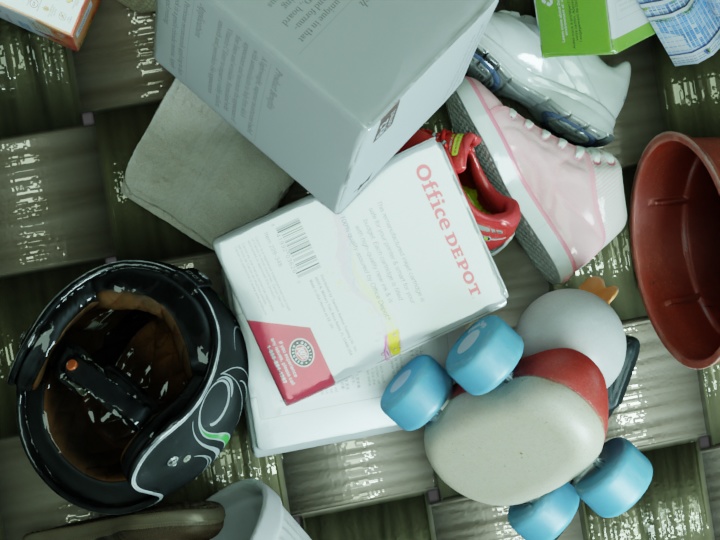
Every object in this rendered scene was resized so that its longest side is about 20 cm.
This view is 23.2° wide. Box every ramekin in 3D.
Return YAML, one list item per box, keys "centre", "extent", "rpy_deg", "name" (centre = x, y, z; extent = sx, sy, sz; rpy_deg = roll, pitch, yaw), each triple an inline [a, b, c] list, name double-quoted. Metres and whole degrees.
- centre: [-0.112, 0.281, 1.436]
  extent: [0.105, 0.200, 0.200]
  rpy_deg: [44, 86, -16]
  name: "ramekin"

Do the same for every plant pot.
- centre: [0.360, -0.030, 1.497]
  extent: [0.194, 0.201, 0.202]
  rpy_deg: [-9, 93, -15]
  name: "plant pot"

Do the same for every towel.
- centre: [-0.108, -0.110, 1.457]
  extent: [0.132, 0.035, 0.200]
  rpy_deg: [32, 121, -6]
  name: "towel"

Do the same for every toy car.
- centre: [0.153, 0.087, 1.460]
  extent: [0.184, 0.177, 0.200]
  rpy_deg: [43, 49, -12]
  name: "toy car"

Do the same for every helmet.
- centre: [-0.185, 0.093, 1.421]
  extent: [0.198, 0.191, 0.202]
  rpy_deg: [1, 70, -3]
  name: "helmet"

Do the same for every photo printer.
- centre: [-0.009, 0.061, 1.502]
  extent: [0.198, 0.069, 0.168]
  rpy_deg: [-11, 93, -8]
  name: "photo printer"

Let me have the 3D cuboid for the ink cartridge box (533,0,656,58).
- centre: [0.203, -0.294, 1.460]
  extent: [0.148, 0.075, 0.201]
  rpy_deg: [-30, 114, -47]
  name: "ink cartridge box"

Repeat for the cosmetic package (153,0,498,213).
- centre: [-0.029, -0.186, 1.313]
  extent: [0.200, 0.165, 0.165]
  rpy_deg: [40, 70, 6]
  name: "cosmetic package"

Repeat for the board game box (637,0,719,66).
- centre: [0.299, -0.281, 1.471]
  extent: [0.200, 0.061, 0.201]
  rpy_deg: [48, 56, -40]
  name: "board game box"

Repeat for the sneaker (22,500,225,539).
- centre: [-0.190, 0.238, 1.452]
  extent: [0.199, 0.070, 0.076]
  rpy_deg: [-14, 86, 30]
  name: "sneaker"

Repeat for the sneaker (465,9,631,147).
- centre: [0.147, -0.188, 1.525]
  extent: [0.199, 0.074, 0.088]
  rpy_deg: [31, 76, -14]
  name: "sneaker"

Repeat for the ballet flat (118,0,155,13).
- centre: [-0.221, -0.298, 1.467]
  extent: [0.067, 0.062, 0.200]
  rpy_deg: [-38, 96, -5]
  name: "ballet flat"

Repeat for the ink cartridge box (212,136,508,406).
- centre: [0.000, 0.000, 1.414]
  extent: [0.199, 0.086, 0.148]
  rpy_deg: [-24, 93, 0]
  name: "ink cartridge box"

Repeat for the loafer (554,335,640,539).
- centre: [0.180, 0.143, 1.539]
  extent: [0.072, 0.073, 0.201]
  rpy_deg: [20, 85, 14]
  name: "loafer"

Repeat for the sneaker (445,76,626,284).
- centre: [0.158, -0.098, 1.520]
  extent: [0.104, 0.075, 0.201]
  rpy_deg: [-33, 96, -10]
  name: "sneaker"

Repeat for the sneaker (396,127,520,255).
- centre: [0.061, -0.100, 1.486]
  extent: [0.200, 0.077, 0.085]
  rpy_deg: [46, 130, -4]
  name: "sneaker"

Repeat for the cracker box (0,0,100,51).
- centre: [-0.312, -0.247, 1.420]
  extent: [0.199, 0.134, 0.058]
  rpy_deg: [24, 89, -7]
  name: "cracker box"
